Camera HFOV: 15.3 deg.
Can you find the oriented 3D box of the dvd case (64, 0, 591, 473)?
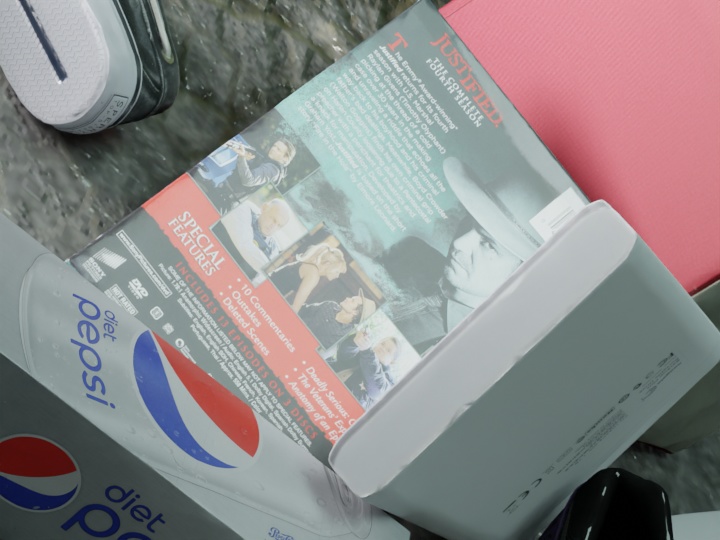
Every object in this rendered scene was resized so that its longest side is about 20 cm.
[{"bbox_3d":[0.000,0.000,1.051,0.200,0.022,0.146,-39,89,-27],"label":"dvd case"}]

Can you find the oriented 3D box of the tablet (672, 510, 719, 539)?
[{"bbox_3d":[0.192,0.197,1.194,0.130,0.014,0.201,2,55,-52],"label":"tablet"}]

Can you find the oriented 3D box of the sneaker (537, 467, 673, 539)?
[{"bbox_3d":[0.097,0.162,1.017,0.075,0.088,0.201,7,43,-16],"label":"sneaker"}]

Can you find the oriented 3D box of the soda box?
[{"bbox_3d":[-0.078,0.071,0.923,0.200,0.068,0.064,39,32,-18],"label":"soda box"}]

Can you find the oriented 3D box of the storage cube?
[{"bbox_3d":[0.136,-0.042,1.198,0.171,0.200,0.181,18,44,-56],"label":"storage cube"}]

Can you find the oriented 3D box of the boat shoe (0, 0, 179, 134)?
[{"bbox_3d":[-0.134,-0.144,1.092,0.071,0.072,0.201,1,66,-63],"label":"boat shoe"}]

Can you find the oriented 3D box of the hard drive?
[{"bbox_3d":[0.069,0.048,1.010,0.027,0.132,0.200,48,4,20],"label":"hard drive"}]
